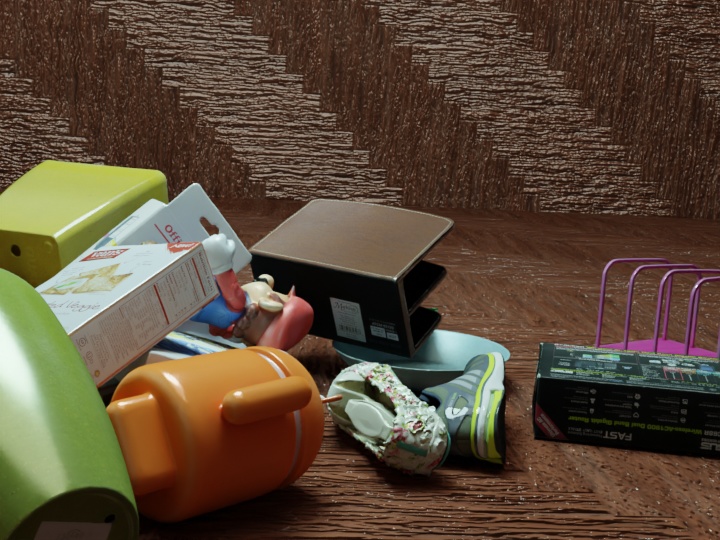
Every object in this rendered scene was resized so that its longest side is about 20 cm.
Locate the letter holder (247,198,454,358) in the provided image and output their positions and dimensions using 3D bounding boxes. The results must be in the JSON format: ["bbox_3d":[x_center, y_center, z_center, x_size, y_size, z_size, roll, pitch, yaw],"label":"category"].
[{"bbox_3d":[0.000,0.000,1.214,0.199,0.101,0.142,11,38,33],"label":"letter holder"}]

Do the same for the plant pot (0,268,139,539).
[{"bbox_3d":[-0.225,0.121,0.668,0.186,0.189,0.199,-6,28,-43],"label":"plant pot"}]

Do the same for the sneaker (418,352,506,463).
[{"bbox_3d":[0.095,0.122,1.013,0.080,0.075,0.200,1,7,7],"label":"sneaker"}]

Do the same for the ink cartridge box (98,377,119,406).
[{"bbox_3d":[-0.326,0.119,0.978,0.172,0.044,0.200,9,11,27],"label":"ink cartridge box"}]

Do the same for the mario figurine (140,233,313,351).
[{"bbox_3d":[-0.141,0.021,1.124,0.199,0.107,0.123,19,-3,-19],"label":"mario figurine"}]

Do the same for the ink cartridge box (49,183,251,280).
[{"bbox_3d":[-0.231,0.004,1.178,0.200,0.118,0.067,-40,21,-13],"label":"ink cartridge box"}]

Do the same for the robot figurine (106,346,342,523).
[{"bbox_3d":[-0.110,0.120,0.816,0.199,0.145,0.116,-7,35,-45],"label":"robot figurine"}]

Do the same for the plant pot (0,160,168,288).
[{"bbox_3d":[-0.365,-0.012,1.349,0.198,0.202,0.176,8,22,25],"label":"plant pot"}]

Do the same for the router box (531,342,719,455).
[{"bbox_3d":[0.271,0.124,1.071,0.198,0.063,0.150,5,10,11],"label":"router box"}]

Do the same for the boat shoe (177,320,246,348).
[{"bbox_3d":[-0.168,0.073,1.252,0.068,0.072,0.200,-31,5,33],"label":"boat shoe"}]

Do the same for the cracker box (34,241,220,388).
[{"bbox_3d":[-0.234,0.042,0.924,0.133,0.058,0.200,-2,24,35],"label":"cracker box"}]

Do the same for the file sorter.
[{"bbox_3d":[0.399,0.060,1.303,0.138,0.127,0.199,-3,11,-33],"label":"file sorter"}]

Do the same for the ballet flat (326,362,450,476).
[{"bbox_3d":[0.009,0.121,0.956,0.064,0.076,0.200,19,0,-28],"label":"ballet flat"}]

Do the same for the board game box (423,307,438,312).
[{"bbox_3d":[0.032,0.061,1.343,0.104,0.024,0.200,-3,-5,-5],"label":"board game box"}]

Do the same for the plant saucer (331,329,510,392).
[{"bbox_3d":[0.066,0.103,1.210,0.199,0.039,0.201,3,10,-1],"label":"plant saucer"}]

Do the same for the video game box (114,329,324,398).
[{"bbox_3d":[-0.155,0.094,1.023,0.181,0.047,0.200,22,-1,-32],"label":"video game box"}]
